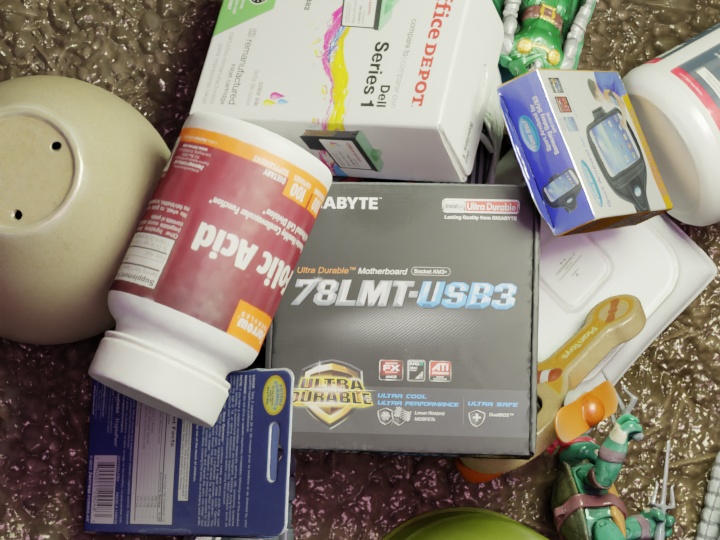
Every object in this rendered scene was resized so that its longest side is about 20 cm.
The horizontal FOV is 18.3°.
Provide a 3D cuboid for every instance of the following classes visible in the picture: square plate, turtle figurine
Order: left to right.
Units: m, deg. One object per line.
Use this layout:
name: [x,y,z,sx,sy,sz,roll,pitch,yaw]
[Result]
square plate: [0.166,-0.003,1.804,0.198,0.028,0.200,46,74,-6]
turtle figurine: [0.200,0.188,1.752,0.101,0.150,0.200,-20,56,13]

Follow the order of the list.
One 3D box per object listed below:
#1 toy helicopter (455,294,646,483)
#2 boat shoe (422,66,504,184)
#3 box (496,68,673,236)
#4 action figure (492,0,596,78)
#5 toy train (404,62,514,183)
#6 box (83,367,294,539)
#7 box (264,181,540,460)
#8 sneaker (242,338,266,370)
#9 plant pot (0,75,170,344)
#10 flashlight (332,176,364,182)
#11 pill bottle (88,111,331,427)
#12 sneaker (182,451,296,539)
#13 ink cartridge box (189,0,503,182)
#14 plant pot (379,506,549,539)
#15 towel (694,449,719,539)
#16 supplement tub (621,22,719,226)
toy helicopter: [0.154,0.085,1.718,0.200,0.132,0.079,-42,118,-25]
boat shoe: [0.082,-0.100,1.712,0.073,0.067,0.200,1,79,-11]
box: [0.166,-0.089,1.671,0.041,0.200,0.119,-24,84,24]
action figure: [0.147,-0.212,1.773,0.118,0.055,0.200,17,55,-8]
toy train: [0.093,-0.092,1.777,0.200,0.056,0.150,-29,86,-15]
box: [-0.118,0.133,1.627,0.032,0.200,0.121,12,78,-49]
box: [0.031,0.036,1.638,0.200,0.050,0.199,2,83,4]
sneaker: [-0.108,0.007,1.687,0.071,0.098,0.201,-10,85,-15]
plant pot: [-0.233,-0.056,1.608,0.200,0.134,0.201,0,79,2]
flashlight: [0.000,0.000,1.735,0.068,0.068,0.200,-23,89,-17]
pill bottle: [-0.108,0.000,1.571,0.114,0.114,0.200,25,81,-12]
sneaker: [-0.082,0.188,1.684,0.079,0.078,0.200,27,84,-8]
ink cartridge box: [-0.008,-0.151,1.677,0.200,0.084,0.145,4,63,20]
plant pot: [0.107,0.275,1.666,0.200,0.193,0.201,2,83,-17]
towel: [0.368,0.243,1.803,0.200,0.086,0.166,16,80,-14]
supplement tub: [0.318,-0.137,1.806,0.200,0.140,0.140,-29,92,-17]
